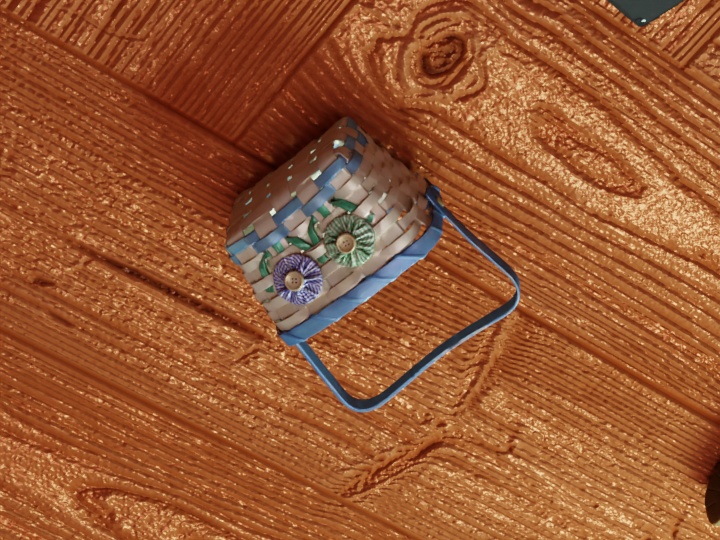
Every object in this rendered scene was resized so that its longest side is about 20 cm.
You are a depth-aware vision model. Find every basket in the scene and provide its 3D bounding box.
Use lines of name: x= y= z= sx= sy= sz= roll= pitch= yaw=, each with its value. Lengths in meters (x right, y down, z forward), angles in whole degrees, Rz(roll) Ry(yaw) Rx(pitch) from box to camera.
basket: x=0.000 y=0.000 z=1.695 sx=0.176 sy=0.139 sz=0.200 roll=-39 pitch=111 yaw=19

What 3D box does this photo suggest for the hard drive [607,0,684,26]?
hard drive: x=0.188 y=-0.270 z=1.568 sx=0.200 sy=0.033 sz=0.140 roll=36 pitch=131 yaw=-27

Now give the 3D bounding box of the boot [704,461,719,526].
boot: x=0.412 y=0.165 z=1.910 sx=0.155 sy=0.072 sz=0.200 roll=17 pitch=127 yaw=-18
